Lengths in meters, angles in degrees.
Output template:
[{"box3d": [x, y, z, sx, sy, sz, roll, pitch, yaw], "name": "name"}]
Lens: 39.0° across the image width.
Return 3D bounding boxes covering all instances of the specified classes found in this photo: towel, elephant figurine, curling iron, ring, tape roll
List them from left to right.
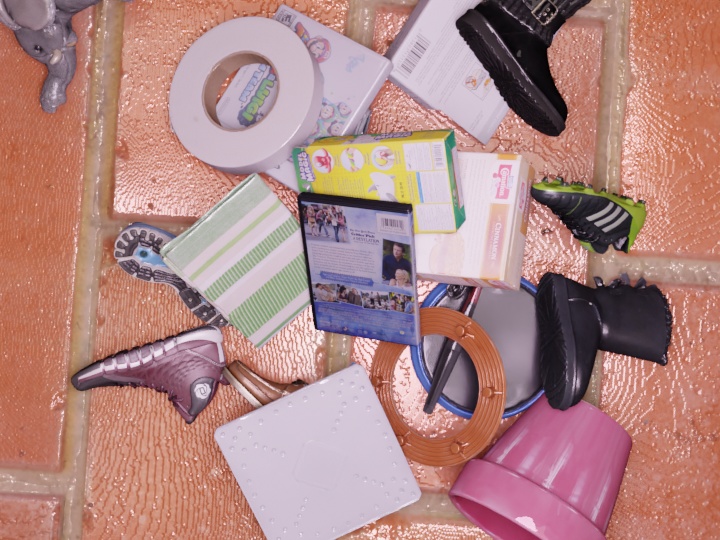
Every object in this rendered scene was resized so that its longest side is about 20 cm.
[{"box3d": [-0.390, -0.330, 1.273, 0.200, 0.141, 0.155, -39, 61, 14], "name": "elephant figurine"}, {"box3d": [-0.146, -0.220, 1.279, 0.202, 0.037, 0.204, -4, 78, 19], "name": "tape roll"}, {"box3d": [-0.130, -0.007, 1.250, 0.152, 0.023, 0.200, -40, 128, 1], "name": "towel"}, {"box3d": [0.090, 0.145, 1.269, 0.200, 0.019, 0.201, -3, 86, 37], "name": "ring"}, {"box3d": [0.113, 0.085, 1.288, 0.049, 0.026, 0.201, 16, 95, 20], "name": "curling iron"}]

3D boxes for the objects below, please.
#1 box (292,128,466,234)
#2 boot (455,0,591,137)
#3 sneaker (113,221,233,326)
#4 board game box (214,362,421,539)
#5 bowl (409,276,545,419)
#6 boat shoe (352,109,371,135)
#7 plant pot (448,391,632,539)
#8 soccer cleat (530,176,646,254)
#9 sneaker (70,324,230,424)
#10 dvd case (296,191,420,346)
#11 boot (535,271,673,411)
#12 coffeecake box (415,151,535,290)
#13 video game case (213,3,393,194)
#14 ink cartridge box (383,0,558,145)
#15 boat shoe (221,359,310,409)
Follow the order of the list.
[{"box3d": [0.019, -0.102, 1.206, 0.199, 0.048, 0.118, 0, 113, 22], "name": "box"}, {"box3d": [0.237, -0.292, 1.289, 0.158, 0.079, 0.211, -42, 111, -8], "name": "boot"}, {"box3d": [-0.216, -0.006, 1.291, 0.200, 0.090, 0.078, 36, 102, -22], "name": "sneaker"}, {"box3d": [-0.052, 0.238, 1.267, 0.199, 0.026, 0.200, -25, 106, -1], "name": "board game box"}, {"box3d": [0.165, 0.096, 1.319, 0.200, 0.039, 0.201, 0, 89, -1], "name": "bowl"}, {"box3d": [-0.025, -0.118, 1.299, 0.071, 0.070, 0.202, 9, 86, 6], "name": "boat shoe"}, {"box3d": [0.237, 0.257, 1.254, 0.200, 0.200, 0.179, 35, 74, -1], "name": "plant pot"}, {"box3d": [0.286, -0.066, 1.271, 0.200, 0.067, 0.081, 11, 98, -38], "name": "soccer cleat"}, {"box3d": [-0.259, 0.150, 1.294, 0.199, 0.076, 0.116, -18, 93, -2], "name": "sneaker"}, {"box3d": [0.000, 0.000, 1.235, 0.142, 0.018, 0.201, 8, 127, 20], "name": "dvd case"}, {"box3d": [0.306, 0.089, 1.259, 0.162, 0.073, 0.199, 11, 53, -12], "name": "boot"}, {"box3d": [0.103, -0.065, 1.254, 0.199, 0.073, 0.154, 6, 82, 26], "name": "coffeecake box"}, {"box3d": [-0.083, -0.217, 1.289, 0.182, 0.024, 0.200, 32, 89, 23], "name": "video game case"}, {"box3d": [0.144, -0.293, 1.320, 0.173, 0.044, 0.200, 33, 88, -24], "name": "ink cartridge box"}, {"box3d": [-0.085, 0.170, 1.300, 0.200, 0.072, 0.068, 40, 89, -14], "name": "boat shoe"}]
